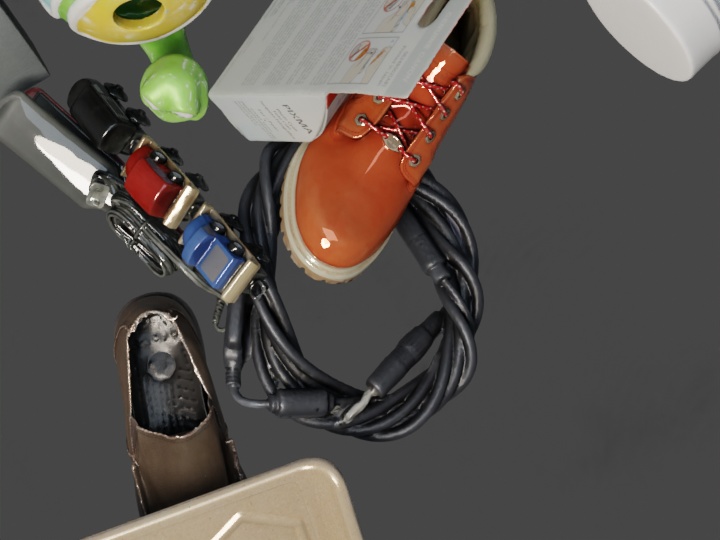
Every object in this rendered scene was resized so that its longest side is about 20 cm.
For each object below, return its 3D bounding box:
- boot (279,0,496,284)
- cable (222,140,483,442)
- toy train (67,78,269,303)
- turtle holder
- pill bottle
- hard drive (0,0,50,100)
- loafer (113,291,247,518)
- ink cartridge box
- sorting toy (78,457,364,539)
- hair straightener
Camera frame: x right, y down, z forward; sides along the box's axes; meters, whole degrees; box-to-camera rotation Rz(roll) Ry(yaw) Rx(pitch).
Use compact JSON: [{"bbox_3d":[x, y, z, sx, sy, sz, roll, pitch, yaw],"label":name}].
[{"bbox_3d":[0.019,-0.088,0.928,0.075,0.107,0.201,31,62,-11],"label":"boot"},{"bbox_3d":[0.000,0.000,0.969,0.161,0.051,0.203,8,75,-8],"label":"cable"},{"bbox_3d":[-0.119,-0.052,0.948,0.034,0.046,0.200,-52,59,16],"label":"toy train"},{"bbox_3d":[-0.148,-0.193,0.953,0.139,0.132,0.188,9,105,-10],"label":"turtle holder"},{"bbox_3d":[0.236,-0.223,0.978,0.114,0.114,0.200,44,85,4],"label":"pill bottle"},{"bbox_3d":[-0.293,-0.099,0.940,0.199,0.140,0.033,-31,78,-4],"label":"hard drive"},{"bbox_3d":[-0.113,0.111,0.955,0.072,0.071,0.202,-19,85,-3],"label":"loafer"},{"bbox_3d":[0.016,-0.149,0.918,0.047,0.199,0.161,45,69,-32],"label":"ink cartridge box"},{"bbox_3d":[-0.084,0.212,0.931,0.198,0.037,0.187,-17,116,-1],"label":"sorting toy"},{"bbox_3d":[-0.153,-0.035,0.970,0.041,0.077,0.200,-44,89,12],"label":"hair straightener"}]
